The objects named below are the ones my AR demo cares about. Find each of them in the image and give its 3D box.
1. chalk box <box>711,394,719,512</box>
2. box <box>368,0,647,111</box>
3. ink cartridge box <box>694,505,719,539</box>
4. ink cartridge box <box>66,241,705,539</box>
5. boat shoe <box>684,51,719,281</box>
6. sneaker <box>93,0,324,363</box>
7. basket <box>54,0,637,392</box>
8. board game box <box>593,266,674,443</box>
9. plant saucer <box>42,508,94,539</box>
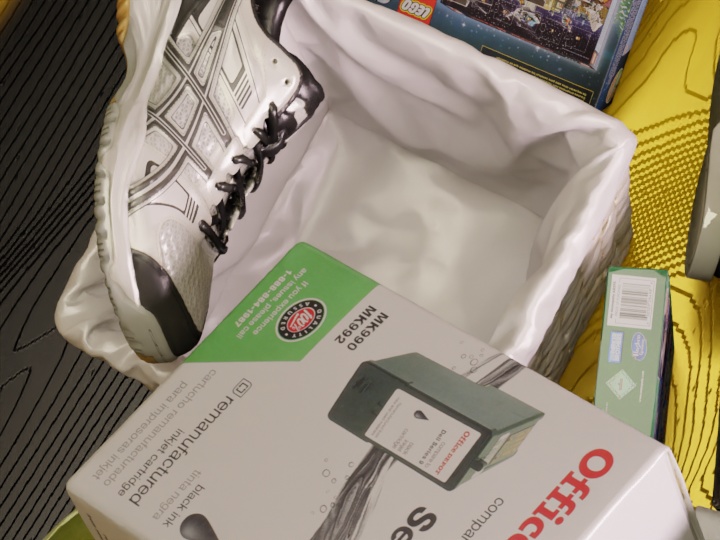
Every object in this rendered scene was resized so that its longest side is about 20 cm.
[{"bbox_3d":[0.263,0.046,1.187,0.200,0.124,0.125,-10,69,45],"label":"chalk box"},{"bbox_3d":[0.048,-0.175,1.371,0.199,0.038,0.137,24,114,13],"label":"box"},{"bbox_3d":[0.218,0.207,1.224,0.199,0.147,0.147,16,78,11],"label":"ink cartridge box"},{"bbox_3d":[0.011,0.097,1.095,0.200,0.084,0.146,28,66,37],"label":"ink cartridge box"},{"bbox_3d":[0.197,-0.076,1.329,0.066,0.075,0.200,13,52,2],"label":"boat shoe"},{"bbox_3d":[-0.060,-0.060,1.206,0.087,0.076,0.201,1,75,9],"label":"sneaker"},{"bbox_3d":[0.000,0.000,1.302,0.199,0.161,0.199,27,80,13],"label":"basket"},{"bbox_3d":[0.115,0.112,1.269,0.029,0.135,0.201,6,75,8],"label":"board game box"},{"bbox_3d":[-0.074,0.191,1.328,0.199,0.031,0.201,-2,75,7],"label":"plant saucer"}]
